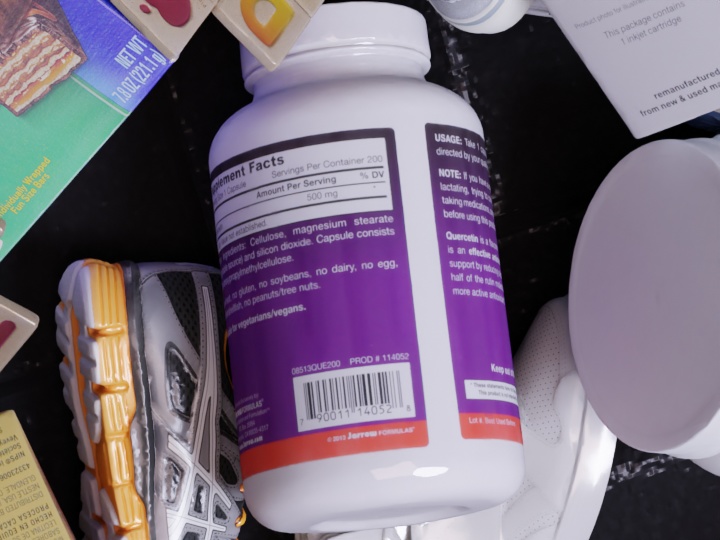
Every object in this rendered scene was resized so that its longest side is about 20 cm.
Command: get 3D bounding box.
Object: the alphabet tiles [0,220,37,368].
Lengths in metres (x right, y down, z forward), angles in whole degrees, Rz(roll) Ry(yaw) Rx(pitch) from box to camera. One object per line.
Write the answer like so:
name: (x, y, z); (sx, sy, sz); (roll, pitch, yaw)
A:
alphabet tiles: (-0.230, 0.022, 0.989); (0.166, 0.006, 0.200); (30, 125, -20)

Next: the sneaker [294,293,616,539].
sneaker: (0.034, 0.096, 1.083); (0.115, 0.074, 0.200); (14, 99, -16)

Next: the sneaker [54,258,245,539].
sneaker: (-0.075, 0.090, 1.062); (0.077, 0.078, 0.200); (-10, 106, -22)

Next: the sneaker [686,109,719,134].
sneaker: (0.220, -0.113, 1.087); (0.200, 0.077, 0.085); (-18, 94, -15)

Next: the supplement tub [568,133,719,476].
supplement tub: (0.200, 0.015, 1.039); (0.200, 0.145, 0.146); (4, 100, -30)

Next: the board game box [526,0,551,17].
board game box: (0.093, -0.205, 1.056); (0.126, 0.035, 0.200); (7, 99, -13)

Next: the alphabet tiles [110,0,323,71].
alphabet tiles: (-0.064, -0.173, 0.976); (0.166, 0.006, 0.200); (45, 46, -15)

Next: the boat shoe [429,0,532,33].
boat shoe: (0.016, -0.189, 0.997); (0.071, 0.070, 0.201); (-3, 78, -46)

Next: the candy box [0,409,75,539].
candy box: (-0.115, 0.164, 1.004); (0.056, 0.117, 0.200); (-24, 77, -9)

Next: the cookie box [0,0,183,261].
cookie box: (-0.190, -0.100, 0.970); (0.200, 0.075, 0.171); (37, 118, -14)

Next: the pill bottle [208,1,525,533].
pill bottle: (0.000, 0.000, 1.019); (0.112, 0.112, 0.200); (-4, 78, -10)

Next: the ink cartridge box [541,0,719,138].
ink cartridge box: (0.107, -0.177, 0.969); (0.200, 0.084, 0.146); (53, 46, -15)
